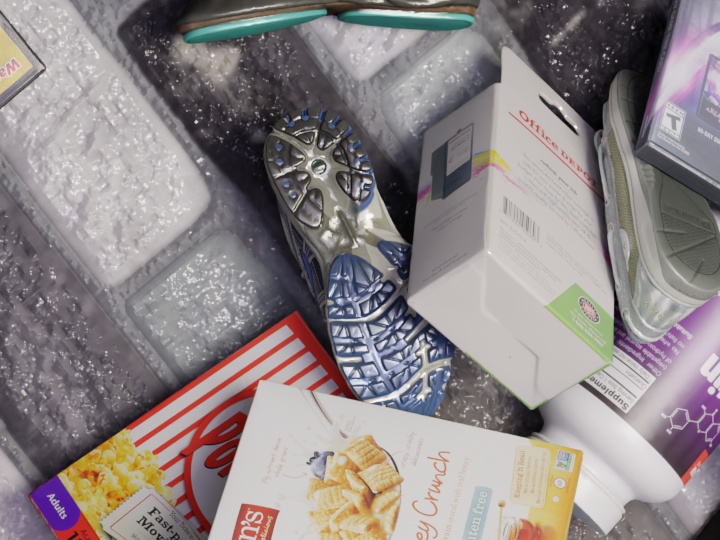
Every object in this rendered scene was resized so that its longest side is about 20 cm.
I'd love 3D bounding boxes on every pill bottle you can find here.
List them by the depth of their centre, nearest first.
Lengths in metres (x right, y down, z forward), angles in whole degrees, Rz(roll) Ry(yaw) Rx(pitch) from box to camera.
[{"bbox_3d":[0.188,0.065,1.656,0.112,0.112,0.200,42,84,-14],"label":"pill bottle"}]

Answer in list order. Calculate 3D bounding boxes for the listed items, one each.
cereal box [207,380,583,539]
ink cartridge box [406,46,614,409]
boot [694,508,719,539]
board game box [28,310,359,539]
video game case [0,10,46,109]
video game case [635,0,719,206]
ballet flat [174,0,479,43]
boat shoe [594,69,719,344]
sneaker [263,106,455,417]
[{"bbox_3d":[0.018,0.146,1.519,0.198,0.040,0.145,12,50,6],"label":"cereal box"},{"bbox_3d":[0.095,-0.029,1.604,0.067,0.201,0.117,-33,120,30],"label":"ink cartridge box"},{"bbox_3d":[0.313,0.185,1.725,0.154,0.073,0.204,43,84,-18],"label":"boot"},{"bbox_3d":[-0.076,0.143,1.593,0.199,0.046,0.152,-35,72,-10],"label":"board game box"},{"bbox_3d":[-0.317,-0.125,1.550,0.200,0.025,0.181,-41,103,-9],"label":"video game case"},{"bbox_3d":[0.250,-0.116,1.649,0.142,0.019,0.201,29,54,-16],"label":"video game case"},{"bbox_3d":[-0.022,-0.177,1.608,0.199,0.068,0.069,-5,87,-25],"label":"ballet flat"},{"bbox_3d":[0.176,-0.045,1.622,0.074,0.203,0.065,21,129,-26],"label":"boat shoe"},{"bbox_3d":[0.000,0.000,1.606,0.077,0.085,0.201,-19,85,-8],"label":"sneaker"}]
